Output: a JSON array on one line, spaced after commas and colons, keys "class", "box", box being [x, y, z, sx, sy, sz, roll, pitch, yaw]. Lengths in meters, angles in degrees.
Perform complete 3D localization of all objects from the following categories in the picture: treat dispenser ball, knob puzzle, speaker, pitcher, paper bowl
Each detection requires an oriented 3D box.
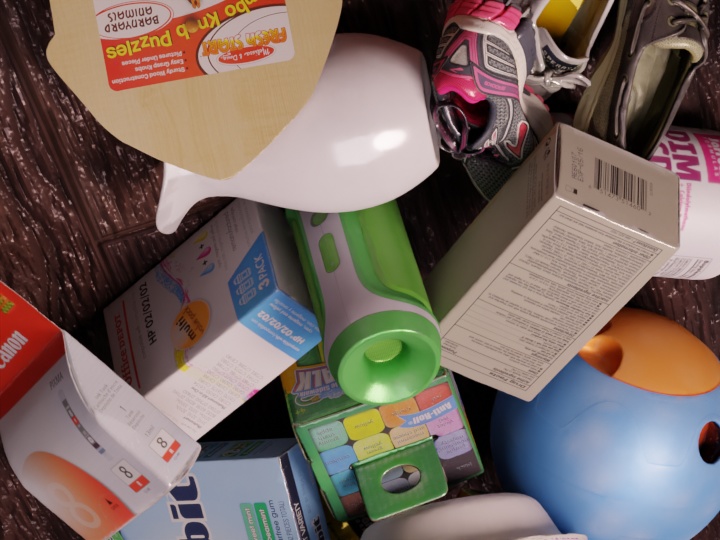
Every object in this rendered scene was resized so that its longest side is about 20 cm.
[{"class": "treat dispenser ball", "box": [0.202, 0.129, 1.724, 0.200, 0.201, 0.202, -8, 133, -9]}, {"class": "knob puzzle", "box": [-0.109, -0.159, 1.433, 0.218, 0.030, 0.221, -1, 96, -8]}, {"class": "speaker", "box": [0.000, 0.000, 1.549, 0.088, 0.201, 0.089, -8, 133, -8]}, {"class": "pitcher", "box": [-0.053, -0.119, 1.496, 0.199, 0.121, 0.172, -8, 119, 6]}, {"class": "paper bowl", "box": [0.076, 0.231, 1.635, 0.199, 0.105, 0.201, -10, 165, -3]}]

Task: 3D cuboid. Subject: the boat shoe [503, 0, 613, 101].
[{"class": "boat shoe", "box": [0.133, -0.156, 1.523, 0.074, 0.086, 0.202, 15, 125, -27]}]

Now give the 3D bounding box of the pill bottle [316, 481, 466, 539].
[{"class": "pill bottle", "box": [-0.018, 0.181, 1.772, 0.199, 0.112, 0.111, -29, 133, 11]}]

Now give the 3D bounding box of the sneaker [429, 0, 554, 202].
[{"class": "sneaker", "box": [0.081, -0.103, 1.489, 0.080, 0.075, 0.200, 13, 152, 21]}]

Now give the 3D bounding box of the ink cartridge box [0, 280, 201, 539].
[{"class": "ink cartridge box", "box": [-0.229, 0.105, 1.584, 0.200, 0.050, 0.162, 38, 146, -9]}]

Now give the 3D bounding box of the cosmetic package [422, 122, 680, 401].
[{"class": "cosmetic package", "box": [0.128, -0.002, 1.521, 0.103, 0.073, 0.200, 23, 138, -17]}]

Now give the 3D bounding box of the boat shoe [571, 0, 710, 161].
[{"class": "boat shoe", "box": [0.212, -0.161, 1.510, 0.072, 0.066, 0.202, 17, 99, -36]}]

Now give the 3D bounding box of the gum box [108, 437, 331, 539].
[{"class": "gum box", "box": [-0.115, 0.220, 1.709, 0.199, 0.045, 0.171, -6, 105, 32]}]

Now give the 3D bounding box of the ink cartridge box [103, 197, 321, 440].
[{"class": "ink cartridge box", "box": [-0.122, 0.049, 1.617, 0.200, 0.115, 0.068, -39, 130, 20]}]

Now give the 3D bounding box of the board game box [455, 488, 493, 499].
[{"class": "board game box", "box": [0.148, 0.221, 1.821, 0.030, 0.095, 0.200, -58, 157, 1]}]

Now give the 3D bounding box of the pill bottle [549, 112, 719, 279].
[{"class": "pill bottle", "box": [0.221, -0.053, 1.625, 0.199, 0.114, 0.114, 5, 130, -20]}]

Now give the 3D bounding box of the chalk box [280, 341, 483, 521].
[{"class": "chalk box", "box": [0.012, 0.096, 1.640, 0.124, 0.200, 0.124, -20, 134, 2]}]
